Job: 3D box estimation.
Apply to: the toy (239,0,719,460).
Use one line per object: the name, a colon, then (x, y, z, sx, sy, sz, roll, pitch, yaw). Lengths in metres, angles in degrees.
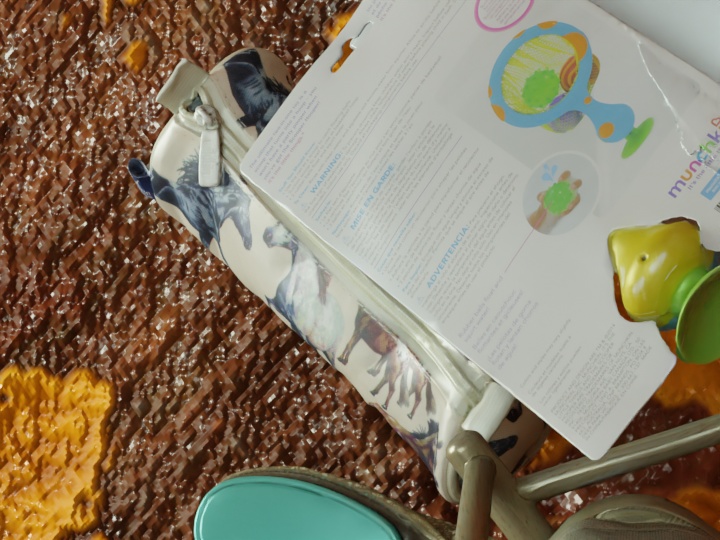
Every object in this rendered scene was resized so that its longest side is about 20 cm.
toy: (0.057, -0.028, 0.870, 0.115, 0.047, 0.200, -53, 45, 2)

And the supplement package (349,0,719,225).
supplement package: (0.122, -0.124, 0.944, 0.155, 0.111, 0.201, 32, 100, 30)

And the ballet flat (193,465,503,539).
ballet flat: (0.029, 0.123, 0.987, 0.199, 0.065, 0.071, 20, 93, 32)

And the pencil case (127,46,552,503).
pencil case: (0.000, 0.000, 1.010, 0.200, 0.089, 0.078, 44, 104, 27)

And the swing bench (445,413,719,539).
swing bench: (0.112, 0.148, 0.808, 0.129, 0.199, 0.201, -18, 100, 9)
